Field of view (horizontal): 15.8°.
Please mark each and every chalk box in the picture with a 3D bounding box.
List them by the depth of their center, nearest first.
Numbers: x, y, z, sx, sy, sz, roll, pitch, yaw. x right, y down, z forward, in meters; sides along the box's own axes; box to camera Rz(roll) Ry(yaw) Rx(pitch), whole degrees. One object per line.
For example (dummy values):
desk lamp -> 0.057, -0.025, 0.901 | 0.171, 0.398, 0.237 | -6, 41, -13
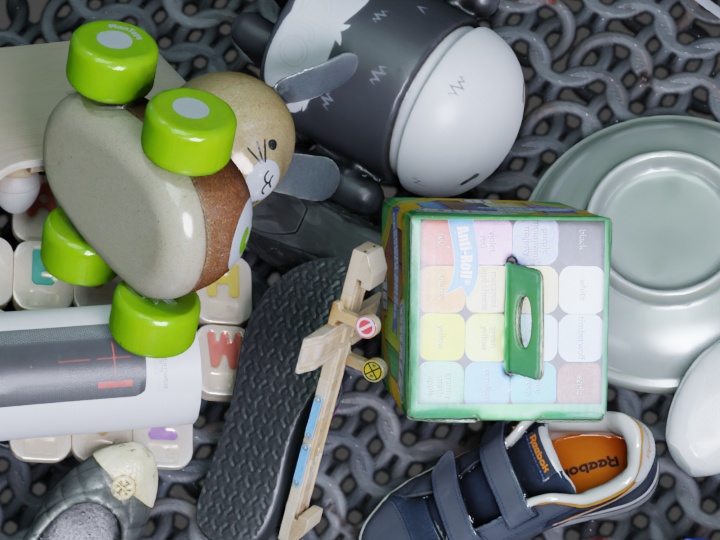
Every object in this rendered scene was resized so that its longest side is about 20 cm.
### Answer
chalk box -> 0.081, 0.024, 1.560 | 0.123, 0.200, 0.125 | 1, 94, -5

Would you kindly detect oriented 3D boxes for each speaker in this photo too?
speaker -> -0.200, 0.064, 1.604 | 0.199, 0.081, 0.082 | -3, 62, -17

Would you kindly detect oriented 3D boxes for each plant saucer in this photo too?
plant saucer -> 0.199, -0.021, 1.679 | 0.199, 0.050, 0.201 | -3, 64, 5

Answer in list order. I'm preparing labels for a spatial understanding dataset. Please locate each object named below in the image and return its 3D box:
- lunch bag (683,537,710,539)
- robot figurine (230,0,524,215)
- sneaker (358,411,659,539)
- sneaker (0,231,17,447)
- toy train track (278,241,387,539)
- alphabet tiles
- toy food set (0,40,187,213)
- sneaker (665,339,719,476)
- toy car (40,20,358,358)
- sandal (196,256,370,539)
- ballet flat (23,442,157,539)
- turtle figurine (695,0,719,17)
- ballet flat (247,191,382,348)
lunch bag -> 0.251, 0.230, 1.468 | 0.169, 0.200, 0.128 | 25, 69, 17
robot figurine -> 0.014, -0.130, 1.716 | 0.199, 0.151, 0.125 | 29, 34, 20
sneaker -> 0.088, 0.135, 1.603 | 0.199, 0.079, 0.079 | -22, 65, -2
sneaker -> -0.256, 0.024, 1.710 | 0.075, 0.076, 0.201 | -13, 77, -36
toy train track -> -0.011, 0.081, 1.598 | 0.032, 0.115, 0.201 | 22, 112, 18
alphabet tiles -> -0.167, 0.031, 1.677 | 0.199, 0.015, 0.197 | 5, 67, -14
toy food set -> -0.189, -0.090, 1.705 | 0.199, 0.061, 0.144 | -9, 36, -29
sneaker -> 0.273, 0.054, 1.608 | 0.200, 0.080, 0.071 | -39, 96, -9
toy car -> -0.081, -0.066, 1.603 | 0.199, 0.165, 0.158 | -17, 44, -36
sandal -> -0.048, 0.085, 1.660 | 0.075, 0.045, 0.201 | 20, 86, 31
ballet flat -> -0.190, 0.193, 1.605 | 0.066, 0.057, 0.200 | 39, 79, -12
turtle figurine -> 0.305, -0.158, 1.683 | 0.144, 0.200, 0.195 | -35, 65, 28
ballet flat -> 0.000, 0.000, 1.699 | 0.200, 0.057, 0.067 | 36, 87, 14
